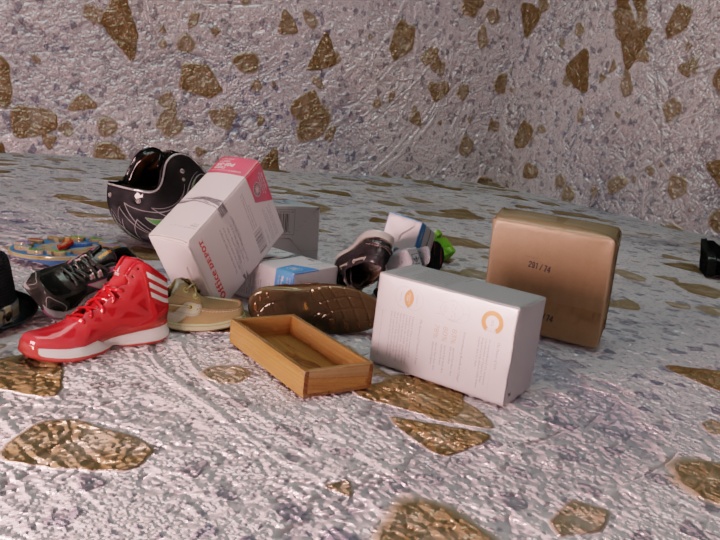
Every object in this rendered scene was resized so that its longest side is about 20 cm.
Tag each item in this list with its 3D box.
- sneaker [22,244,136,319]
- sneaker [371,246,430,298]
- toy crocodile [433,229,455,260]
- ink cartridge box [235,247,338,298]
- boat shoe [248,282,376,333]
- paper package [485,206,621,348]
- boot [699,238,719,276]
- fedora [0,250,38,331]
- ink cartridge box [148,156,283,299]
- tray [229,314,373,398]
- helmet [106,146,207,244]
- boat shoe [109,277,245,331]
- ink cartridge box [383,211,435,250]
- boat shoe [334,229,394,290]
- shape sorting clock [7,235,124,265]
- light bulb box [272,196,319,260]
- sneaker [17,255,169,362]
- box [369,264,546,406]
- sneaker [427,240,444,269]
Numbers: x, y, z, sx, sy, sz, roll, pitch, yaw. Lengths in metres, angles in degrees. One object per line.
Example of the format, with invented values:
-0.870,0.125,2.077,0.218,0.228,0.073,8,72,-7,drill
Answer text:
-0.391,0.001,1.038,0.080,0.086,0.200,46,16,-1,sneaker
0.102,0.026,1.190,0.199,0.116,0.075,18,17,40,sneaker
0.169,-0.047,1.686,0.068,0.062,0.200,50,22,9,toy crocodile
-0.151,0.008,1.242,0.198,0.069,0.115,15,15,35,ink cartridge box
-0.067,0.048,1.102,0.197,0.073,0.068,4,15,-2,boat shoe
0.310,0.009,1.201,0.198,0.193,0.103,11,18,22,paper package
0.998,-0.025,1.961,0.156,0.080,0.211,3,22,16,boot
-0.517,0.019,0.940,0.198,0.093,0.201,6,12,-1,fedora
-0.217,-0.058,1.134,0.082,0.148,0.201,11,47,27,ink cartridge box
-0.081,0.104,0.934,0.098,0.038,0.199,-2,16,-35,tray
-0.414,-0.146,1.501,0.199,0.192,0.200,30,-16,10,helmet
-0.258,0.044,1.028,0.197,0.067,0.074,2,14,-22,boat shoe
0.087,-0.032,1.365,0.066,0.117,0.200,17,1,15,ink cartridge box
0.000,0.000,1.216,0.073,0.061,0.200,21,-27,-16,boat shoe
-0.531,-0.042,1.327,0.197,0.040,0.200,7,13,-2,shape sorting clock
-0.209,-0.077,1.429,0.196,0.127,0.199,-1,11,-30,light bulb box
-0.325,0.039,0.904,0.078,0.117,0.199,15,15,32,sneaker
0.124,0.077,0.956,0.198,0.126,0.097,15,15,32,box
0.094,-0.034,1.546,0.198,0.075,0.086,-4,15,-39,sneaker
